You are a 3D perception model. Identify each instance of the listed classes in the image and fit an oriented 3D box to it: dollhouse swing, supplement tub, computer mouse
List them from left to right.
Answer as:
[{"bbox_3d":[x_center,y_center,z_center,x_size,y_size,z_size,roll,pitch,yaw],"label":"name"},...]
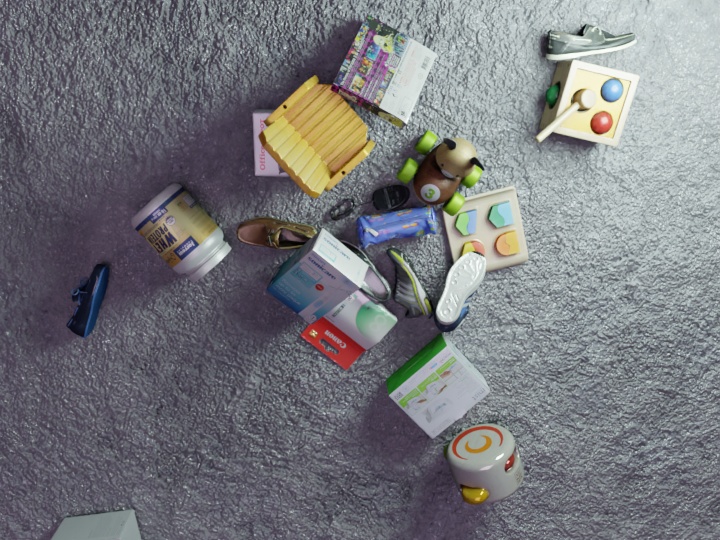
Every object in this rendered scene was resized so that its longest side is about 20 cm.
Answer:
[{"bbox_3d":[-0.411,-0.085,1.464,0.144,0.144,0.200,-39,104,9],"label":"supplement tub"},{"bbox_3d":[-0.087,-0.278,1.314,0.182,0.176,0.200,-41,103,8],"label":"dollhouse swing"},{"bbox_3d":[0.023,-0.158,1.516,0.199,0.034,0.059,-14,79,10],"label":"computer mouse"}]

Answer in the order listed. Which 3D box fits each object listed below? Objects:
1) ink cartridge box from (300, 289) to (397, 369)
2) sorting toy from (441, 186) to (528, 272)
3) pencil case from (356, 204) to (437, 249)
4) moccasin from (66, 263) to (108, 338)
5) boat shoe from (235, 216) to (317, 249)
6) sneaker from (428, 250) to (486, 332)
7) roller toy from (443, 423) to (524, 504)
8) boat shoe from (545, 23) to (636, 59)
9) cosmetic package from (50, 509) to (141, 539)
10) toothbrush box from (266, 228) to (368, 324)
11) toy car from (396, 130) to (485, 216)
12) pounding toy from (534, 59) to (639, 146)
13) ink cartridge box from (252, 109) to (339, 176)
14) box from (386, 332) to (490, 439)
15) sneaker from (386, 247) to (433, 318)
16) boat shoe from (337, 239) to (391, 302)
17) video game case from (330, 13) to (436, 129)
[{"bbox_3d":[-0.031,0.144,1.596,0.161,0.050,0.200,38,100,-12],"label":"ink cartridge box"},{"bbox_3d":[0.306,-0.089,1.542,0.184,0.036,0.201,-14,107,2],"label":"sorting toy"},{"bbox_3d":[0.085,-0.106,1.505,0.199,0.087,0.079,-11,90,0],"label":"pencil case"},{"bbox_3d":[-0.672,0.072,1.537,0.068,0.081,0.201,23,104,-4],"label":"moccasin"},{"bbox_3d":[-0.202,-0.088,1.509,0.199,0.068,0.072,0,107,-2],"label":"boat shoe"},{"bbox_3d":[0.242,0.058,1.553,0.080,0.147,0.201,26,79,14],"label":"sneaker"},{"bbox_3d":[0.326,0.505,1.640,0.182,0.200,0.140,-21,107,-2],"label":"roller toy"},{"bbox_3d":[0.514,-0.513,1.404,0.199,0.072,0.068,-6,111,2],"label":"boat shoe"},{"bbox_3d":[-0.711,0.782,1.724,0.199,0.123,0.201,-7,107,-1],"label":"cosmetic package"},{"bbox_3d":[-0.102,0.018,1.488,0.146,0.085,0.200,39,129,-17],"label":"toothbrush box"},{"bbox_3d":[0.199,-0.230,1.397,0.164,0.200,0.158,34,80,-8],"label":"toy car"},{"bbox_3d":[0.489,-0.363,1.411,0.199,0.142,0.185,11,106,-5],"label":"pounding toy"},{"bbox_3d":[-0.141,-0.290,1.443,0.199,0.086,0.148,0,107,-3],"label":"ink cartridge box"},{"bbox_3d":[0.198,0.297,1.622,0.200,0.097,0.176,-43,104,10],"label":"box"},{"bbox_3d":[0.108,0.037,1.557,0.081,0.074,0.201,-26,104,9],"label":"sneaker"},{"bbox_3d":[0.000,0.000,1.538,0.200,0.060,0.076,38,95,-5],"label":"boat shoe"},{"bbox_3d":[0.053,-0.435,1.380,0.181,0.036,0.201,26,71,-10],"label":"video game case"}]
